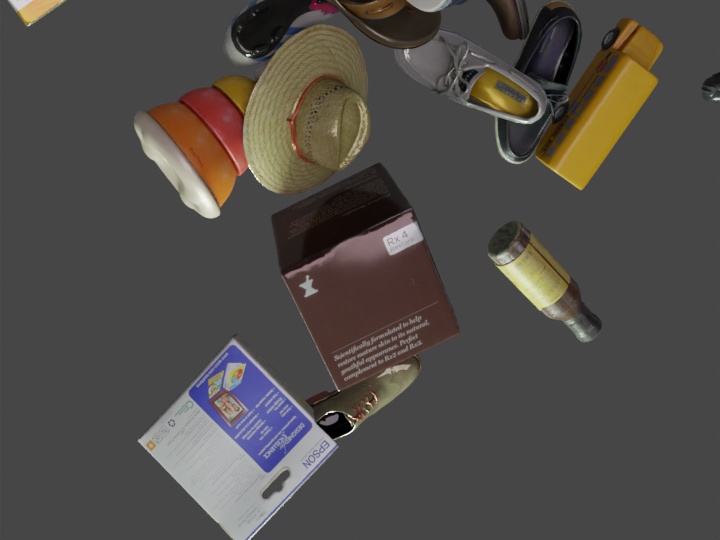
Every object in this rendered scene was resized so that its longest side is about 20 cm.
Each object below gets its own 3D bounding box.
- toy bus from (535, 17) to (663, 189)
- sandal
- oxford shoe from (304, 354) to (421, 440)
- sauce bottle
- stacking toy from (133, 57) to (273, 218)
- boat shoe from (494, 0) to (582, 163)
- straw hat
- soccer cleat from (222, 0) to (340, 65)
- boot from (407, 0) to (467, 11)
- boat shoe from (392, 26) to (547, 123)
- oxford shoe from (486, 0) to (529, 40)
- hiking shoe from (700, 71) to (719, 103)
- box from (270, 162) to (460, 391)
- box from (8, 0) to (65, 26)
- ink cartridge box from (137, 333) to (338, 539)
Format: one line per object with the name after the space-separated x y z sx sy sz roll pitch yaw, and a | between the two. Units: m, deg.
0.301 -0.208 1.092 0.064 0.079 0.202 29 104 -19 | toy bus
0.010 -0.312 0.968 0.197 0.054 0.082 27 73 -24 | sandal
0.002 0.181 1.192 0.198 0.075 0.071 -34 113 4 | oxford shoe
0.252 0.021 1.180 0.065 0.065 0.200 -42 111 8 | sauce bottle
-0.149 -0.173 1.020 0.199 0.146 0.147 -40 113 -12 | stacking toy
0.219 -0.228 1.081 0.073 0.062 0.204 13 110 -16 | boat shoe
-0.035 -0.166 0.998 0.199 0.084 0.205 -28 133 -34 | straw hat
-0.079 -0.302 1.003 0.199 0.086 0.071 -38 104 -19 | soccer cleat
0.037 -0.355 0.941 0.201 0.090 0.073 50 122 6 | boot
0.124 -0.224 1.023 0.199 0.086 0.076 29 110 3 | boat shoe
0.128 -0.348 1.017 0.084 0.073 0.202 -32 101 7 | oxford shoe
0.528 -0.201 1.136 0.195 0.076 0.103 4 107 -12 | hiking shoe
0.000 0.000 1.055 0.163 0.201 0.167 -24 114 1 | box
-0.369 -0.382 0.932 0.118 0.042 0.202 -32 110 3 | box
-0.161 0.224 1.166 0.200 0.047 0.198 45 98 -3 | ink cartridge box
